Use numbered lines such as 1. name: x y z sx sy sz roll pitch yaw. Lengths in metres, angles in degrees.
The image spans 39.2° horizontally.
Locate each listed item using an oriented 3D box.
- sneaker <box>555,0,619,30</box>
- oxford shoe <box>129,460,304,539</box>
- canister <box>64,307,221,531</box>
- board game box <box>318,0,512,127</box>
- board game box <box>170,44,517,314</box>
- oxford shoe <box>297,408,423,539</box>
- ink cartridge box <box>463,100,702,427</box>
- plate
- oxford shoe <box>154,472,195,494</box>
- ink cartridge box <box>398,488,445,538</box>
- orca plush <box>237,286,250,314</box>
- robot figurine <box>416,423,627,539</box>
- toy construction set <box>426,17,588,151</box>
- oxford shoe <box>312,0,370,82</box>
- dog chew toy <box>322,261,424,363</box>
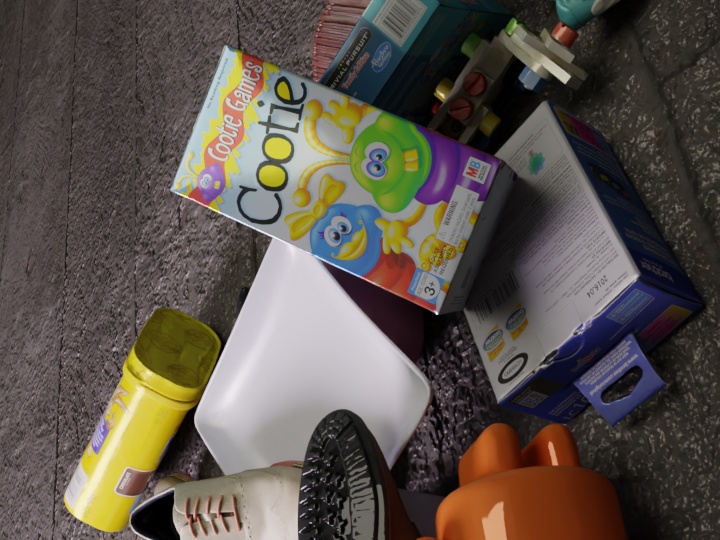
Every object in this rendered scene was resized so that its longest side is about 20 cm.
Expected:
1. sneaker: 0.144 -0.261 0.800 0.080 0.077 0.201 -43 42 17
2. oxford shoe: -0.092 0.180 0.724 0.198 0.073 0.072 -22 72 44
3. canister: -0.236 0.161 1.088 0.202 0.086 0.149 -60 8 20
4. board game box: 0.036 -0.162 0.817 0.047 0.200 0.152 41 113 10
5. board game box: -0.008 -0.060 0.681 0.197 0.105 0.105 24 95 13
6. oxford shoe: 0.014 0.186 0.636 0.072 0.084 0.203 -29 63 29
7. ink cartridge box: 0.138 0.006 0.694 0.137 0.075 0.202 -47 40 31
8. plate: -0.037 0.101 0.747 0.200 0.032 0.202 47 120 38
9. oxford shoe: -0.175 0.266 0.978 0.200 0.073 0.072 45 125 53
10. ink cartridge box: 0.024 0.279 0.715 0.146 0.083 0.202 -47 41 29
11. orca plush: -0.071 0.037 0.968 0.072 0.103 0.202 103 156 -47
12. robot figurine: 0.106 0.192 0.584 0.115 0.143 0.203 -24 55 29
13. toy construction set: 0.086 -0.127 0.791 0.199 0.131 0.093 -41 85 22
14. oxford shoe: 0.009 -0.228 0.890 0.069 0.075 0.204 20 110 23
15. dog chew toy: 0.000 0.000 0.848 0.124 0.123 0.204 -15 59 49
